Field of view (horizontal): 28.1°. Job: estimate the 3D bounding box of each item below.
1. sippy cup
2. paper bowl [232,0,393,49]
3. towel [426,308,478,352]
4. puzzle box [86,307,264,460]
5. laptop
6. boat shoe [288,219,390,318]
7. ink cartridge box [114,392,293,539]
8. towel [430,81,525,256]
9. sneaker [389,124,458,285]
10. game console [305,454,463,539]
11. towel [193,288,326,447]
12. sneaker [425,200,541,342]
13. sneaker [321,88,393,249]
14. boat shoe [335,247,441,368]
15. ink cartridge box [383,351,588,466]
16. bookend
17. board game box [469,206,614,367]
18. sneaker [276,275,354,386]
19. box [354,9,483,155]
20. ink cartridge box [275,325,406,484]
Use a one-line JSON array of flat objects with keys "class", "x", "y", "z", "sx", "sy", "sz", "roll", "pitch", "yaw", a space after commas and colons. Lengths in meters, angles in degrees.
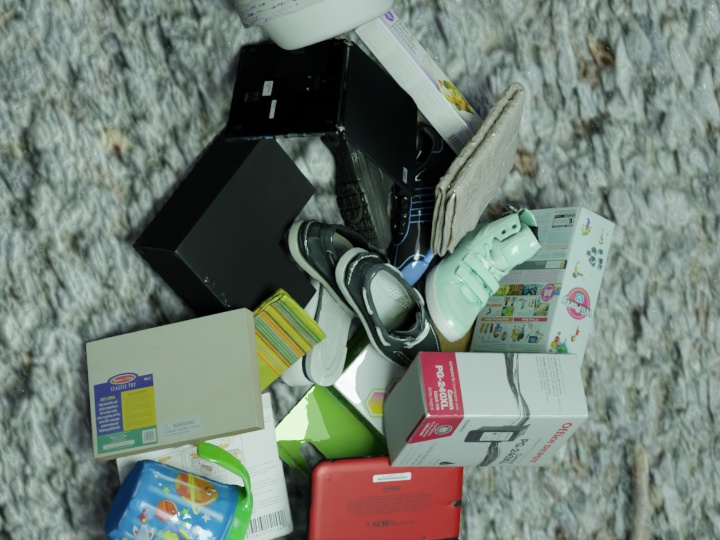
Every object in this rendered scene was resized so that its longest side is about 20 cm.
[{"class": "sippy cup", "x": -0.206, "y": 0.276, "z": 1.582, "sx": 0.130, "sy": 0.140, "sz": 0.179, "roll": 28, "pitch": 73, "yaw": -14}, {"class": "paper bowl", "x": -0.042, "y": -0.315, "z": 1.597, "sx": 0.200, "sy": 0.200, "sz": 0.105, "roll": -26, "pitch": 104, "yaw": -20}, {"class": "towel", "x": 0.133, "y": 0.107, "z": 1.825, "sx": 0.146, "sy": 0.022, "sz": 0.202, "roll": 18, "pitch": 86, "yaw": -25}, {"class": "puzzle box", "x": -0.205, "y": 0.125, "z": 1.577, "sx": 0.198, "sy": 0.025, "sz": 0.134, "roll": -12, "pitch": 73, "yaw": 16}, {"class": "laptop", "x": -0.039, "y": -0.171, "z": 1.626, "sx": 0.198, "sy": 0.178, "sz": 0.104, "roll": -3, "pitch": 132, "yaw": 6}, {"class": "boat shoe", "x": 0.000, "y": -0.002, "z": 1.660, "sx": 0.199, "sy": 0.066, "sz": 0.075, "roll": 44, "pitch": 50, "yaw": -41}, {"class": "ink cartridge box", "x": -0.187, "y": 0.246, "z": 1.676, "sx": 0.198, "sy": 0.045, "sz": 0.178, "roll": -13, "pitch": 101, "yaw": -24}, {"class": "towel", "x": 0.142, "y": -0.117, "z": 1.700, "sx": 0.034, "sy": 0.133, "sz": 0.201, "roll": 26, "pitch": 58, "yaw": 15}, {"class": "sneaker", "x": 0.066, "y": -0.080, "z": 1.751, "sx": 0.078, "sy": 0.070, "sz": 0.201, "roll": 28, "pitch": 76, "yaw": -22}, {"class": "game console", "x": 0.009, "y": 0.292, "z": 1.727, "sx": 0.198, "sy": 0.119, "sz": 0.174, "roll": -1, "pitch": 99, "yaw": -25}, {"class": "towel", "x": -0.135, "y": 0.112, "z": 1.610, "sx": 0.200, "sy": 0.018, "sz": 0.086, "roll": -42, "pitch": 122, "yaw": 5}, {"class": "sneaker", "x": 0.151, "y": -0.005, "z": 1.710, "sx": 0.074, "sy": 0.118, "sz": 0.201, "roll": 48, "pitch": 39, "yaw": -21}, {"class": "sneaker", "x": 0.014, "y": -0.125, "z": 1.718, "sx": 0.090, "sy": 0.076, "sz": 0.202, "roll": -20, "pitch": 106, "yaw": -28}, {"class": "boat shoe", "x": 0.042, "y": 0.056, "z": 1.632, "sx": 0.076, "sy": 0.060, "sz": 0.200, "roll": -52, "pitch": 130, "yaw": -10}, {"class": "ink cartridge box", "x": 0.142, "y": 0.161, "z": 1.647, "sx": 0.198, "sy": 0.146, "sz": 0.084, "roll": 2, "pitch": 59, "yaw": -16}, {"class": "bookend", "x": -0.121, "y": -0.035, "z": 1.653, "sx": 0.199, "sy": 0.092, "sz": 0.201, "roll": 49, "pitch": 64, "yaw": -32}, {"class": "board game box", "x": 0.219, "y": 0.029, "z": 1.765, "sx": 0.064, "sy": 0.147, "sz": 0.202, "roll": 23, "pitch": 77, "yaw": -32}, {"class": "sneaker", "x": -0.052, "y": 0.042, "z": 1.705, "sx": 0.076, "sy": 0.080, "sz": 0.201, "roll": 40, "pitch": 58, "yaw": -38}, {"class": "box", "x": 0.075, "y": -0.227, "z": 1.722, "sx": 0.200, "sy": 0.041, "sz": 0.039, "roll": 49, "pitch": 38, "yaw": -8}, {"class": "ink cartridge box", "x": 0.007, "y": 0.182, "z": 1.729, "sx": 0.148, "sy": 0.076, "sz": 0.200, "roll": 45, "pitch": 78, "yaw": -13}]
